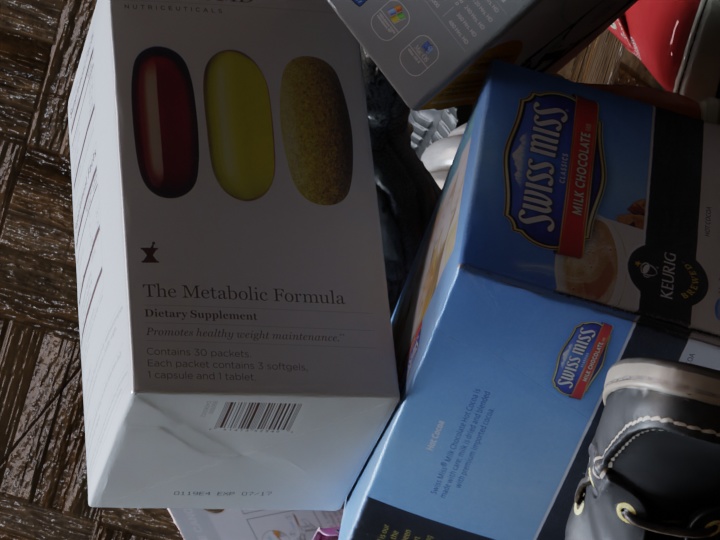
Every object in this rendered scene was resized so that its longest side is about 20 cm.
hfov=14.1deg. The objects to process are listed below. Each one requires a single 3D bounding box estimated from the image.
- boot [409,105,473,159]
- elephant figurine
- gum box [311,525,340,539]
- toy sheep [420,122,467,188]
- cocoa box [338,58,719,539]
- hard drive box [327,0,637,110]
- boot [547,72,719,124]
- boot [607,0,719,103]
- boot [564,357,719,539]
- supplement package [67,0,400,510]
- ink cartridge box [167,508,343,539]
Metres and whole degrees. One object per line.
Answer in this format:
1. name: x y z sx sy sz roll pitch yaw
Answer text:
1. boot: 0.079 -0.122 1.588 0.138 0.078 0.200 -36 -13 -24
2. elephant figurine: 0.000 0.000 1.360 0.142 0.155 0.200 -61 16 -25
3. gum box: 0.019 0.196 1.415 0.201 0.113 0.066 111 146 -44
4. toy sheep: 0.075 -0.011 1.502 0.138 0.137 0.201 122 164 -74
5. cocoa box: 0.079 0.039 1.209 0.134 0.130 0.201 -78 6 -47
6. hard drive box: 0.096 -0.161 1.219 0.200 0.077 0.156 -42 -10 21
7. boot: 0.099 -0.012 1.336 0.075 0.107 0.201 -82 7 -45
8. boot: 0.110 -0.141 1.409 0.200 0.143 0.073 -90 18 -72
9. boot: 0.100 0.121 1.037 0.200 0.073 0.151 108 178 -73
10. supplement package: -0.058 -0.013 1.219 0.110 0.113 0.201 117 151 -57
11. ink cartridge box: -0.023 0.102 1.484 0.160 0.199 0.047 58 142 34
